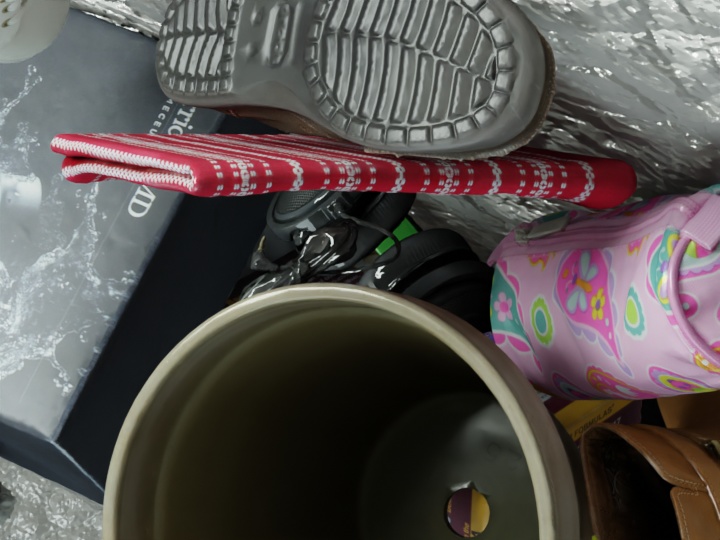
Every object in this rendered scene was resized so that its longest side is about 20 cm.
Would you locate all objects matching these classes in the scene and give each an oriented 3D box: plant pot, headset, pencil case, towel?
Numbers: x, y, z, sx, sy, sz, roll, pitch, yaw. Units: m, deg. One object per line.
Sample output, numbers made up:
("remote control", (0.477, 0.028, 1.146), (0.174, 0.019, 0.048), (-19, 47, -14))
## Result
("plant pot", (0.017, 0.108, 1.161), (0.199, 0.201, 0.173), (21, -174, 23))
("headset", (0.000, 0.000, 1.240), (0.124, 0.094, 0.200), (49, -175, 9))
("pencil case", (0.119, 0.009, 1.129), (0.087, 0.088, 0.200), (30, 168, -16))
("towel", (-0.006, -0.039, 1.100), (0.199, 0.023, 0.144), (-1, -174, -29))

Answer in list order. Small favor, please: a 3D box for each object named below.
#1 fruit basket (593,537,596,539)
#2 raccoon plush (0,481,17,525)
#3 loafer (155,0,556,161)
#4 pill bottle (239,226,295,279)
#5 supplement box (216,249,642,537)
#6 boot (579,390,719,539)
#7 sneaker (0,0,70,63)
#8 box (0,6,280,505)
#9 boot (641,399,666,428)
("fruit basket", (0.105, 0.168, 1.691), (0.215, 0.156, 0.216), (26, -175, -2))
("raccoon plush", (-0.227, 0.134, 1.294), (0.096, 0.134, 0.200), (15, 162, 33))
("loafer", (0.007, -0.082, 1.053), (0.071, 0.073, 0.200), (15, 180, -43))
("pill bottle", (-0.125, -0.008, 1.480), (0.200, 0.113, 0.113), (12, 161, 47))
("supplement box", (0.027, 0.066, 1.348), (0.200, 0.110, 0.086), (31, 136, 35))
("boot", (0.144, 0.088, 1.194), (0.155, 0.077, 0.200), (14, -141, -39))
("sneaker", (-0.150, -0.133, 1.122), (0.084, 0.073, 0.200), (24, 166, 23))
("box", (-0.166, -0.022, 1.318), (0.199, 0.197, 0.117), (22, 166, 19))
("boot", (0.146, 0.097, 1.464), (0.199, 0.073, 0.150), (25, 169, -19))
